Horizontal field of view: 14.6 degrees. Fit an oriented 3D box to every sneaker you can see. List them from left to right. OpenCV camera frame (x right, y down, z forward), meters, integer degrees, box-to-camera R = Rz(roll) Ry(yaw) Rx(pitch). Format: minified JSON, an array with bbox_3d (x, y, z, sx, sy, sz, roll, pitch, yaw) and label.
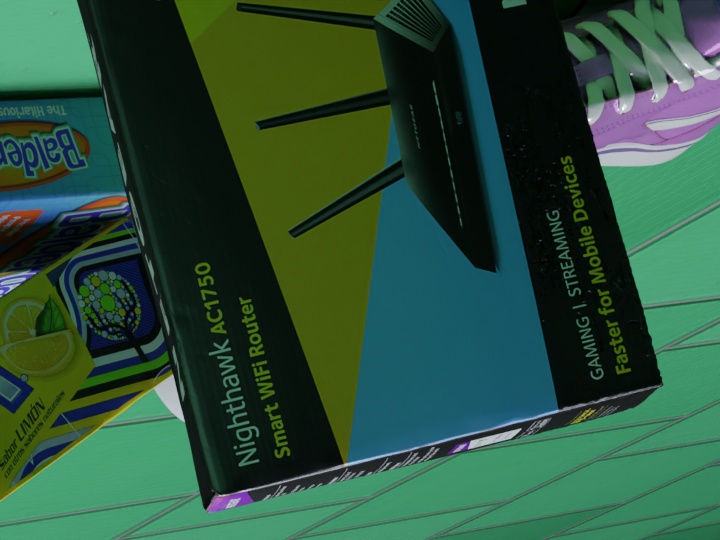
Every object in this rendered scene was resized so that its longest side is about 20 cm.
[{"bbox_3d":[0.097,-0.084,1.114,0.200,0.073,0.114,-19,168,-43],"label":"sneaker"}]

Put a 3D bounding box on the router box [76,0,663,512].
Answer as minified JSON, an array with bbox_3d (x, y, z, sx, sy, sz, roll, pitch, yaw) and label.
[{"bbox_3d":[-0.002,-0.037,0.906,0.148,0.201,0.051,-14,169,-9],"label":"router box"}]

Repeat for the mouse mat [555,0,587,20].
[{"bbox_3d":[0.025,-0.103,1.095,0.160,0.008,0.200,-12,165,-19],"label":"mouse mat"}]

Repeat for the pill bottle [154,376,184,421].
[{"bbox_3d":[0.000,0.000,1.260,0.199,0.112,0.111,-21,166,21],"label":"pill bottle"}]

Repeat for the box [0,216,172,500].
[{"bbox_3d":[-0.153,0.059,1.066,0.200,0.064,0.070,-38,-175,-42],"label":"box"}]

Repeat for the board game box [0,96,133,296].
[{"bbox_3d":[-0.177,-0.020,1.111,0.199,0.045,0.152,-6,163,-38],"label":"board game box"}]
